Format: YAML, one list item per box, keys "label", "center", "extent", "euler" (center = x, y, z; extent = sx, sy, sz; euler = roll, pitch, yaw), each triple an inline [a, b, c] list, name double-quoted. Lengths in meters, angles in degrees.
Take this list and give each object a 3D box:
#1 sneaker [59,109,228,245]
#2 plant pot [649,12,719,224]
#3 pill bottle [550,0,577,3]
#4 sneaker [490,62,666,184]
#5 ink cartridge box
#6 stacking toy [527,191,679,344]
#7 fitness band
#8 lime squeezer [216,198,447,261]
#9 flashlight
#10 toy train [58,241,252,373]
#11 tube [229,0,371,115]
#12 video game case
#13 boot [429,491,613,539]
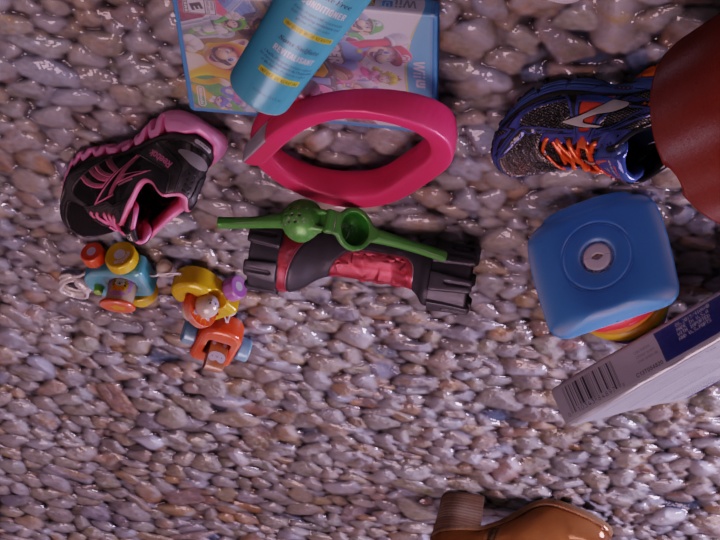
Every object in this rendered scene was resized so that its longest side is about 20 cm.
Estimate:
- label: "sneaker"
  center: [-0.194, -0.059, 1.548]
  extent: [0.079, 0.096, 0.200]
  euler: [29, 144, -30]
- label: "plant pot"
  center: [0.311, -0.124, 1.242]
  extent: [0.200, 0.202, 0.195]
  euler: [27, 152, -25]
- label: "pill bottle"
  center: [0.173, -0.250, 1.139]
  extent: [0.111, 0.112, 0.200]
  euler: [24, 145, -22]
- label: "sneaker"
  center: [0.186, -0.102, 1.395]
  extent: [0.199, 0.079, 0.075]
  euler: [-13, 140, 31]
- label: "ink cartridge box"
  center: [0.294, 0.066, 1.595]
  extent: [0.199, 0.041, 0.200]
  euler: [-35, 162, 34]
- label: "stacking toy"
  center: [0.227, 0.024, 1.578]
  extent: [0.116, 0.110, 0.200]
  euler: [-19, 152, 15]
- label: "fitness band"
  center: [-0.009, -0.100, 1.462]
  extent: [0.143, 0.038, 0.200]
  euler: [15, 159, -23]
- label: "lime squeezer"
  center: [-0.025, -0.030, 1.547]
  extent: [0.199, 0.038, 0.071]
  euler: [8, 151, 2]
- label: "flashlight"
  center: [0.000, 0.000, 1.606]
  extent: [0.199, 0.068, 0.068]
  euler: [11, 114, 7]
- label: "toy train"
  center: [-0.186, 0.044, 1.741]
  extent: [0.199, 0.056, 0.150]
  euler: [20, 146, -16]
- label: "tube"
  center: [-0.026, -0.197, 1.321]
  extent: [0.077, 0.051, 0.200]
  euler: [19, 130, -23]
- label: "video game case"
  center: [-0.039, -0.163, 1.416]
  extent: [0.199, 0.018, 0.143]
  euler: [6, 147, 5]
- label: "boot"
  center: [0.169, 0.324, 1.988]
  extent: [0.199, 0.156, 0.077]
  euler: [10, 147, 0]
